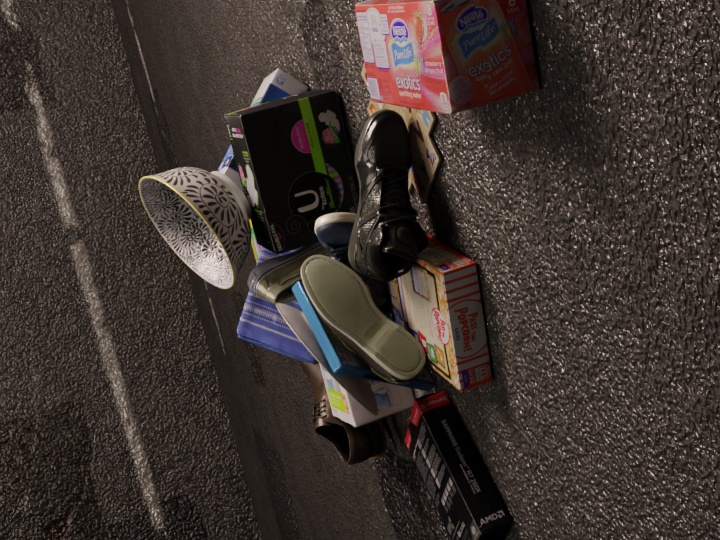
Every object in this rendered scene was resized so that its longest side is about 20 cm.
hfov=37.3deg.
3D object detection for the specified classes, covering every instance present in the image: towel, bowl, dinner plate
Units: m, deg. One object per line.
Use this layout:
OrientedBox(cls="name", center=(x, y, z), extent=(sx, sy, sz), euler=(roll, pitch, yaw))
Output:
OrientedBox(cls="towel", center=(-0.104, 0.032, 1.655), extent=(0.024, 0.143, 0.203), euler=(-32, -40, -75))
OrientedBox(cls="bowl", center=(-0.219, -0.080, 1.541), extent=(0.200, 0.094, 0.202), euler=(37, 154, 22))
OrientedBox(cls="dinner plate", center=(-0.038, 0.111, 1.417), extent=(0.200, 0.024, 0.200), euler=(47, -177, -3))

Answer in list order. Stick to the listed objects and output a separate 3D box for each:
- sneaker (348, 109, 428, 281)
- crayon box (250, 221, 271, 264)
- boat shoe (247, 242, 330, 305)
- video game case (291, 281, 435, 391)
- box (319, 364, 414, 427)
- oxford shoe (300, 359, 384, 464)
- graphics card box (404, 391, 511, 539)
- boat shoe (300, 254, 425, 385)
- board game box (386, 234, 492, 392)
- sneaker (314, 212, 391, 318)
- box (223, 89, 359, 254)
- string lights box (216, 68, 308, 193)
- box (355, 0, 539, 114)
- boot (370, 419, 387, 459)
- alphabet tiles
OrientedBox(cls="sneaker", center=(0.039, -0.082, 1.244), extent=(0.114, 0.075, 0.202), euler=(29, 114, 60))
OrientedBox(cls="crayon box", center=(-0.137, -0.042, 1.731), extent=(0.119, 0.058, 0.203), euler=(-174, 68, -72))
OrientedBox(cls="boat shoe", center=(-0.072, 0.003, 1.549), extent=(0.062, 0.199, 0.073), euler=(42, 138, 28))
OrientedBox(cls="video game case", center=(0.006, 0.089, 1.419), extent=(0.018, 0.199, 0.144), euler=(-44, 54, 23))
OrientedBox(cls="box", center=(-0.006, 0.113, 1.583), extent=(0.112, 0.100, 0.203), euler=(-175, 69, -71))
OrientedBox(cls="oxford shoe", center=(-0.045, 0.209, 1.664), extent=(0.201, 0.084, 0.073), euler=(57, 141, 17))
OrientedBox(cls="graphics card box", center=(0.125, 0.276, 1.411), extent=(0.126, 0.050, 0.201), euler=(98, 151, -54))
OrientedBox(cls="boat shoe", center=(-0.003, 0.066, 1.343), extent=(0.201, 0.072, 0.061), euler=(46, 159, 12))
OrientedBox(cls="board game box", center=(0.088, 0.040, 1.309), extent=(0.200, 0.046, 0.154), euler=(-142, 39, -63))
OrientedBox(cls="sneaker", center=(0.000, 0.000, 1.389), extent=(0.200, 0.074, 0.086), euler=(46, -141, -52))
OrientedBox(cls="box", center=(-0.095, -0.146, 1.541), extent=(0.124, 0.147, 0.203), euler=(-154, 48, -69))
OrientedBox(cls="string lights box", center=(-0.159, -0.202, 1.642), extent=(0.202, 0.058, 0.103), euler=(-64, 16, -7))
OrientedBox(cls="box", center=(0.076, -0.215, 1.018), extent=(0.200, 0.094, 0.104), euler=(-151, 47, -66))
OrientedBox(cls="boot", center=(-0.004, 0.188, 1.711), extent=(0.203, 0.070, 0.145), euler=(63, 157, 26))
OrientedBox(cls="alphabet tiles", center=(0.047, -0.189, 1.290), extent=(0.167, 0.006, 0.202), euler=(108, 142, -63))
